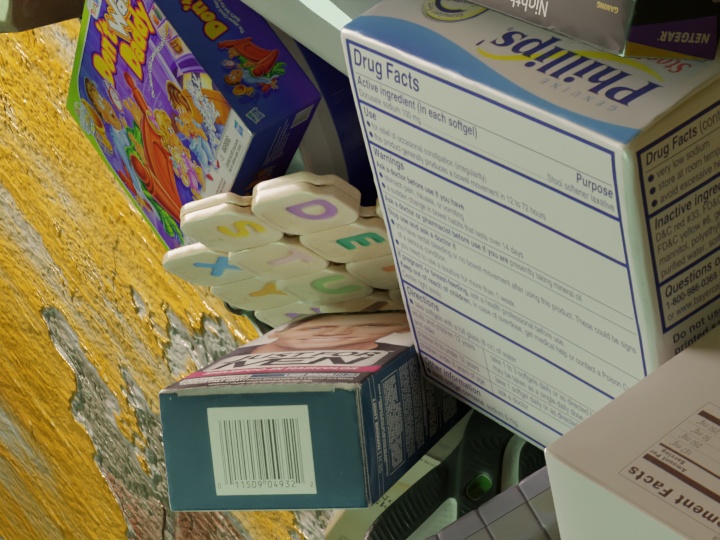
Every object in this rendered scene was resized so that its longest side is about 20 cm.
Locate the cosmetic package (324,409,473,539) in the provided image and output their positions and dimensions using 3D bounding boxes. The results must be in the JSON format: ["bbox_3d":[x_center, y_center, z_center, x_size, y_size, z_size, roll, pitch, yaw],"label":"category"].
[{"bbox_3d":[0.054,0.125,1.091,0.103,0.073,0.200,25,153,-1],"label":"cosmetic package"}]

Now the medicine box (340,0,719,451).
[{"bbox_3d":[0.100,-0.019,0.782,0.182,0.103,0.200,30,143,47],"label":"medicine box"}]

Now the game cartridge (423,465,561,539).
[{"bbox_3d":[0.064,0.157,0.867,0.038,0.130,0.200,54,179,27],"label":"game cartridge"}]

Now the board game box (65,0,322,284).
[{"bbox_3d":[-0.097,-0.091,0.982,0.135,0.045,0.200,54,156,10],"label":"board game box"}]

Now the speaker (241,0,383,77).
[{"bbox_3d":[-0.046,-0.169,0.873,0.200,0.081,0.081,36,153,1],"label":"speaker"}]

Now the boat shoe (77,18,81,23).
[{"bbox_3d":[-0.141,-0.138,1.199,0.200,0.072,0.072,54,155,11],"label":"boat shoe"}]

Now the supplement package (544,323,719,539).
[{"bbox_3d":[0.183,0.079,0.687,0.109,0.200,0.114,30,142,46],"label":"supplement package"}]

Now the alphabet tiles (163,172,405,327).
[{"bbox_3d":[0.000,0.000,0.976,0.195,0.015,0.200,-13,151,34],"label":"alphabet tiles"}]

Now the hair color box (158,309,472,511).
[{"bbox_3d":[-0.015,0.064,0.900,0.100,0.200,0.061,-3,98,17],"label":"hair color box"}]

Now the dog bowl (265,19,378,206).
[{"bbox_3d":[-0.055,-0.105,1.037,0.200,0.079,0.200,44,153,30],"label":"dog bowl"}]

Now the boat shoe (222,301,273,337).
[{"bbox_3d":[-0.064,-0.003,1.214,0.200,0.068,0.075,51,154,17],"label":"boat shoe"}]

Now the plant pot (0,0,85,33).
[{"bbox_3d":[-0.220,-0.238,1.067,0.177,0.200,0.200,22,117,25],"label":"plant pot"}]

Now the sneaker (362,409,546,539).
[{"bbox_3d":[0.092,0.113,0.953,0.076,0.200,0.115,49,179,27],"label":"sneaker"}]

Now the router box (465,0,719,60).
[{"bbox_3d":[0.069,-0.182,0.707,0.200,0.052,0.158,31,116,47],"label":"router box"}]
